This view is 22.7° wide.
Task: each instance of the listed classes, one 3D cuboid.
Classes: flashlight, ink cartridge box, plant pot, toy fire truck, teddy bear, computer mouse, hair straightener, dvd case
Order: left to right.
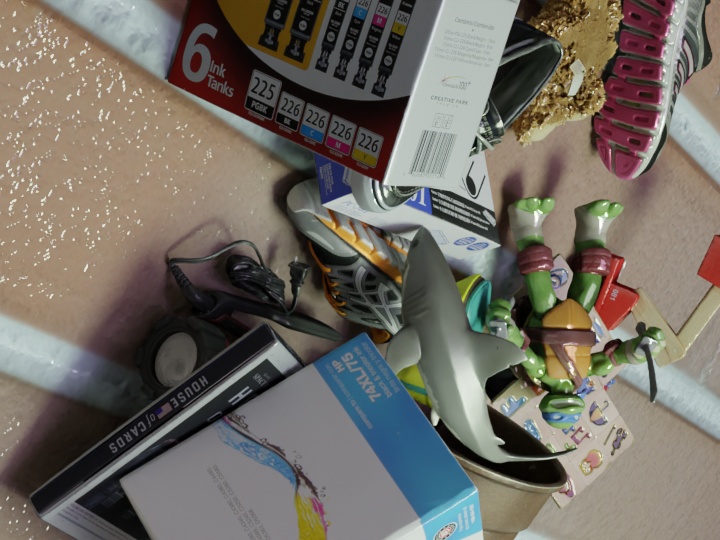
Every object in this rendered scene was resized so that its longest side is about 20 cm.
[{"bbox_3d":[-0.118,0.127,1.260,0.200,0.025,0.150,-36,152,1],"label":"dvd case"},{"bbox_3d":[-0.084,0.089,1.327,0.068,0.068,0.200,-59,144,1],"label":"flashlight"},{"bbox_3d":[-0.074,0.018,1.330,0.200,0.041,0.077,33,84,-51],"label":"hair straightener"},{"bbox_3d":[-0.036,0.176,1.244,0.200,0.146,0.147,-30,152,-11],"label":"ink cartridge box"},{"bbox_3d":[-0.008,-0.168,1.146,0.084,0.200,0.176,2,110,-52],"label":"ink cartridge box"},{"bbox_3d":[0.036,0.206,1.463,0.200,0.200,0.199,12,109,-55],"label":"plant pot"},{"bbox_3d":[0.035,-0.076,1.359,0.200,0.044,0.094,18,58,-55],"label":"ink cartridge box"},{"bbox_3d":[0.143,0.137,1.693,0.059,0.034,0.200,-58,151,-35],"label":"computer mouse"},{"bbox_3d":[0.169,-0.197,1.494,0.145,0.067,0.200,-36,144,-21],"label":"teddy bear"},{"bbox_3d":[0.264,0.046,1.685,0.200,0.141,0.049,-70,166,7],"label":"toy fire truck"}]

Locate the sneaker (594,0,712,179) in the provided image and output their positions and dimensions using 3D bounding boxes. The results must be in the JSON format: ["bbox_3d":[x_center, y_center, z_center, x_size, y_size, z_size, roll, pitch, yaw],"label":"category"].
[{"bbox_3d":[0.273,-0.179,1.618,0.087,0.074,0.200,-5,111,-45],"label":"sneaker"}]

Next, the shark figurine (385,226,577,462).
[{"bbox_3d":[0.091,0.082,1.323,0.215,0.089,0.128,64,28,-22],"label":"shark figurine"}]

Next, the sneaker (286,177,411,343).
[{"bbox_3d":[0.000,0.000,1.381,0.077,0.078,0.200,-34,136,15],"label":"sneaker"}]

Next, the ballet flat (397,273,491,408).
[{"bbox_3d":[0.065,0.052,1.487,0.200,0.067,0.067,-65,162,-63],"label":"ballet flat"}]

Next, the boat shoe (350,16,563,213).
[{"bbox_3d":[0.071,-0.114,1.264,0.200,0.071,0.072,-50,138,-25],"label":"boat shoe"}]

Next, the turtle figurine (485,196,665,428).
[{"bbox_3d":[0.184,0.032,1.524,0.200,0.144,0.194,29,58,-69],"label":"turtle figurine"}]

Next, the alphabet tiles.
[{"bbox_3d":[0.170,0.113,1.628,0.167,0.008,0.200,-40,113,-16],"label":"alphabet tiles"}]
